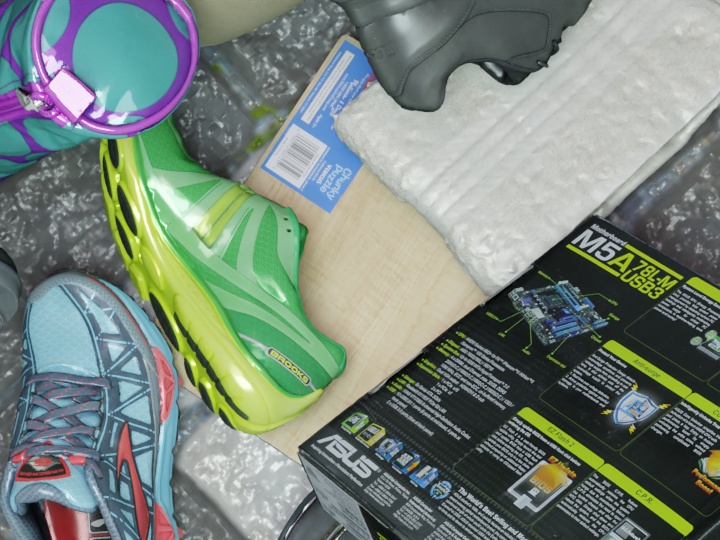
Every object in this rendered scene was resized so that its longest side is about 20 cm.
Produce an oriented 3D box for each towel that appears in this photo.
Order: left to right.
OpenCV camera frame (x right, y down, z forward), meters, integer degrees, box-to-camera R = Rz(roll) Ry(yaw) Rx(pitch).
[{"bbox_3d":[0.097,-0.093,1.135,0.200,0.035,0.133,-42,76,-9],"label":"towel"}]

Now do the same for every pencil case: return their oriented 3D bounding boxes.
[{"bbox_3d":[-0.159,-0.094,1.090,0.092,0.200,0.085,-38,103,-29],"label":"pencil case"}]

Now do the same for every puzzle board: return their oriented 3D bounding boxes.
[{"bbox_3d":[0.000,0.000,1.150,0.150,0.017,0.201,32,85,10],"label":"puzzle board"}]

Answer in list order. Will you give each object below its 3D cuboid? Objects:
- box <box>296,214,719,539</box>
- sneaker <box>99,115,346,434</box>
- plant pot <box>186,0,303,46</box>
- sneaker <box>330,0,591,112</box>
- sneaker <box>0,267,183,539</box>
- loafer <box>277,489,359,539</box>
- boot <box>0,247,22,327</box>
[{"bbox_3d":[0.100,0.078,0.993,0.193,0.048,0.200,-36,39,-18],"label":"box"},{"bbox_3d":[-0.072,-0.013,1.126,0.083,0.074,0.201,-22,74,-22],"label":"sneaker"},{"bbox_3d":[-0.083,-0.193,1.116,0.199,0.200,0.135,31,121,9],"label":"plant pot"},{"bbox_3d":[0.081,-0.143,1.101,0.199,0.076,0.091,-26,104,-16],"label":"sneaker"},{"bbox_3d":[-0.134,0.094,1.102,0.079,0.095,0.202,-13,80,17],"label":"sneaker"},{"bbox_3d":[0.016,0.125,1.087,0.073,0.072,0.201,35,85,-20],"label":"loafer"},{"bbox_3d":[-0.219,-0.061,1.044,0.164,0.066,0.201,-11,57,25],"label":"boot"}]
